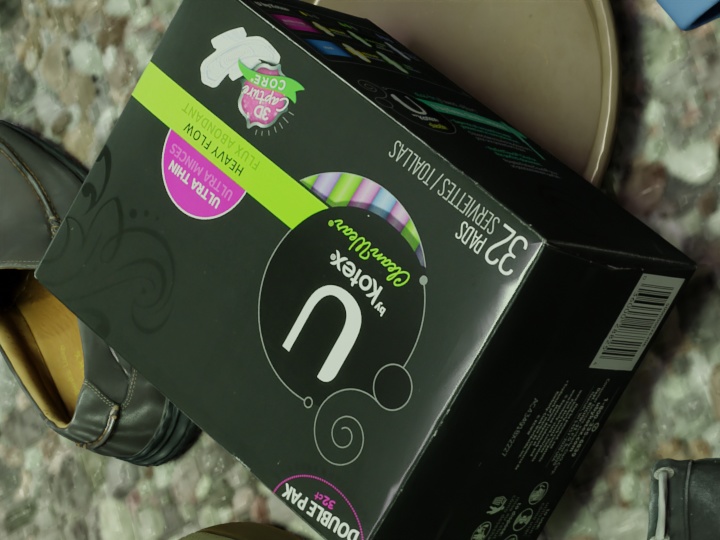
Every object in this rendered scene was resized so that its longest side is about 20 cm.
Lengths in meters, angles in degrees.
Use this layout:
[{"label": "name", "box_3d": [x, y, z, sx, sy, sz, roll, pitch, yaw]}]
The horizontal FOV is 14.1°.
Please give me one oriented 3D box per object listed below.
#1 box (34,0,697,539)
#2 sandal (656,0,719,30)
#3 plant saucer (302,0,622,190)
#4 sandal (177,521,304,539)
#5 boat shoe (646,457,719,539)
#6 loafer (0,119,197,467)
[{"label": "box", "box_3d": [0.000, 0.000, 1.146, 0.200, 0.124, 0.149, 38, 107, 31]}, {"label": "sandal", "box_3d": [0.129, -0.134, 1.125, 0.199, 0.079, 0.088, 9, 98, 28]}, {"label": "plant saucer", "box_3d": [0.028, -0.071, 1.226, 0.199, 0.029, 0.201, -5, 81, 34]}, {"label": "sandal", "box_3d": [-0.008, 0.166, 1.201, 0.200, 0.080, 0.054, 27, 119, 41]}, {"label": "boat shoe", "box_3d": [0.110, 0.144, 1.025, 0.068, 0.074, 0.200, 7, 51, 12]}, {"label": "loafer", "box_3d": [-0.146, 0.002, 1.315, 0.073, 0.072, 0.200, -52, 59, 20]}]
